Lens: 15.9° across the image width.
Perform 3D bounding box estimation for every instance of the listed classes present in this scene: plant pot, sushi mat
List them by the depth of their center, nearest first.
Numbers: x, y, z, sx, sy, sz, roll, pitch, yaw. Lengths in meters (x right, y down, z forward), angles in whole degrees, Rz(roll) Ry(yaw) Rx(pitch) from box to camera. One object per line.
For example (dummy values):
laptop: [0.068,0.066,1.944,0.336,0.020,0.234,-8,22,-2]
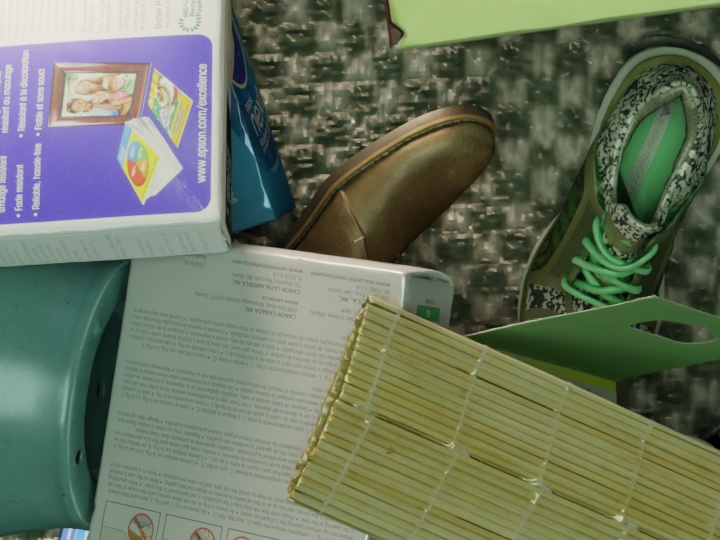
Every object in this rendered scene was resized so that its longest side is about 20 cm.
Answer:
sushi mat: [0.074,0.093,1.117,0.199,0.012,0.096,24,87,-12]
plant pot: [-0.200,0.045,1.251,0.187,0.200,0.201,7,98,15]

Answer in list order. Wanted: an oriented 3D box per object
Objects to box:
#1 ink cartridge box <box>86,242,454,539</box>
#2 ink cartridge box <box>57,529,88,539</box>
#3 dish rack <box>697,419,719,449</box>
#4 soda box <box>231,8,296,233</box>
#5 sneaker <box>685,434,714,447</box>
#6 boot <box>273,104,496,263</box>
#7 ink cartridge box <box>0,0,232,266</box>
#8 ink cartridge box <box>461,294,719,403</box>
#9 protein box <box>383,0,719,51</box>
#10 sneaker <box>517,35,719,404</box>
ink cartridge box: [-0.046,0.090,1.172,0.160,0.050,0.201,8,91,36]
ink cartridge box: [-0.056,0.137,1.316,0.199,0.042,0.120,18,99,8]
dish rack: [0.212,0.174,1.293,0.153,0.055,0.200,-40,90,11]
soda box: [-0.097,-0.114,1.299,0.068,0.064,0.201,-17,94,10]
sneaker: [0.157,0.184,1.224,0.078,0.099,0.201,-14,96,8]
boot: [0.000,0.000,1.282,0.200,0.074,0.076,-42,54,18]
ink cartridge box: [-0.158,-0.095,1.201,0.199,0.043,0.199,-2,62,3]
ink cartridge box: [0.084,0.058,1.200,0.199,0.145,0.048,-9,75,34]
protein box: [0.112,-0.183,1.191,0.198,0.200,0.136,-7,96,9]
sneaker: [0.124,-0.017,1.265,0.077,0.089,0.201,18,99,6]
